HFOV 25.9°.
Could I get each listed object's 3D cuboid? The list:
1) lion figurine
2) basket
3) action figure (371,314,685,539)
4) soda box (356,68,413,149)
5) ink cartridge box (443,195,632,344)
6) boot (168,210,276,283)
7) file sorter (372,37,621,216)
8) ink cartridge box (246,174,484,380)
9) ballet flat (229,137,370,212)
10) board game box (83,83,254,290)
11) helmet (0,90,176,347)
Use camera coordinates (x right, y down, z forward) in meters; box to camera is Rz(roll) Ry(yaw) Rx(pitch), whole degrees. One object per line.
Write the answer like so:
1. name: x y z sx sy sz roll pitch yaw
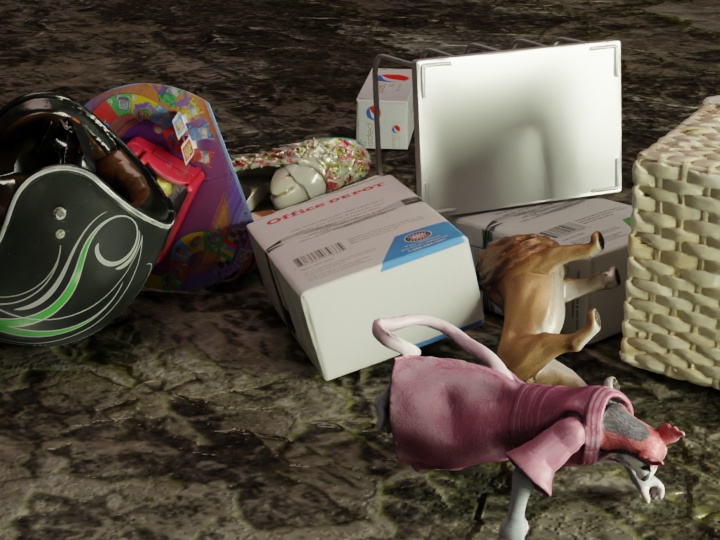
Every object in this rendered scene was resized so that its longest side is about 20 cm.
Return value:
1. lion figurine: 0.139 0.039 1.232 0.122 0.073 0.200 -15 36 25
2. basket: 0.325 -0.010 1.219 0.199 0.199 0.161 15 29 31
3. action figure: 0.119 0.094 1.012 0.199 0.150 0.134 -3 7 39
4. soda box: 0.037 -0.211 2.020 0.068 0.064 0.200 2 20 6
5. ink cartridge box: 0.174 -0.013 1.402 0.146 0.083 0.200 -17 25 -39
6. boot: -0.171 -0.036 1.518 0.199 0.077 0.155 13 26 15
7. file sorter: 0.123 -0.140 1.438 0.199 0.139 0.124 -8 17 -19
8. ink cartridge box: 0.000 0.000 1.324 0.144 0.085 0.200 -19 23 -10
9. ballet flat: -0.087 -0.073 1.426 0.199 0.076 0.064 -9 38 20
10. board game box: -0.187 -0.064 1.386 0.157 0.201 0.039 -12 21 20
11. helmet: -0.272 -0.030 1.295 0.191 0.200 0.200 -42 15 11
